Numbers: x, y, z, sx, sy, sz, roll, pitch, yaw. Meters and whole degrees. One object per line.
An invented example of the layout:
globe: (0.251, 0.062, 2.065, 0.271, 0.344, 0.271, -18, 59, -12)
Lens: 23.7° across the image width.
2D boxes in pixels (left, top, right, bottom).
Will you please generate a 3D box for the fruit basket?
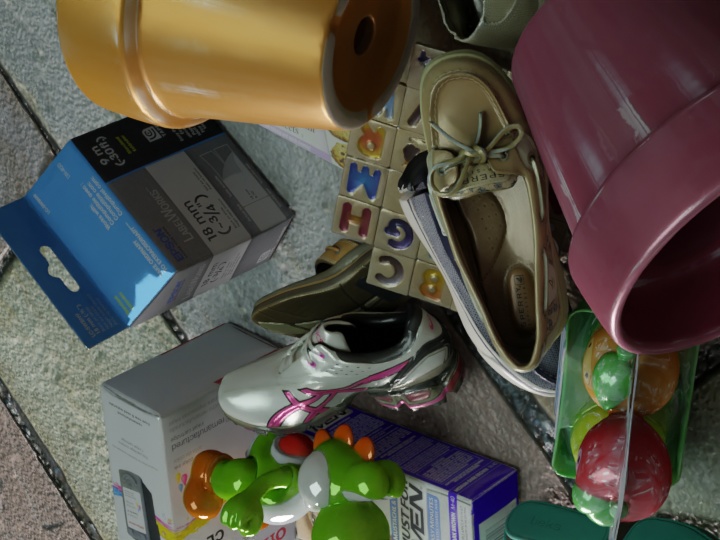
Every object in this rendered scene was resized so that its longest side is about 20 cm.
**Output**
fruit basket: (0.161, 0.102, 1.100, 0.093, 0.200, 0.187, 9, 121, 12)

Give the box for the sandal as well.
sandal: (0.000, 0.000, 1.316, 0.199, 0.080, 0.054, -32, 44, 35)

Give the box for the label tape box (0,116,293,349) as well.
label tape box: (-0.172, -0.044, 1.365, 0.144, 0.199, 0.063, 49, 137, 14)

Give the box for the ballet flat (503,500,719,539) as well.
ballet flat: (0.194, 0.213, 1.241, 0.199, 0.068, 0.071, 7, 140, 44)

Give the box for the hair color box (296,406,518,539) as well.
hair color box: (0.033, 0.189, 1.382, 0.199, 0.065, 0.110, 17, 122, 41)

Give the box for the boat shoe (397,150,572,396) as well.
boat shoe: (0.105, 0.006, 1.160, 0.201, 0.075, 0.093, 53, 162, -15)

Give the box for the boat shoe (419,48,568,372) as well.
boat shoe: (0.085, -0.037, 1.063, 0.073, 0.063, 0.202, -16, 104, 17)

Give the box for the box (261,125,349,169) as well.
box: (0.003, -0.096, 1.280, 0.199, 0.039, 0.042, 30, 129, 32)

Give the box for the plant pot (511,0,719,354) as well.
plant pot: (0.185, -0.081, 1.001, 0.180, 0.198, 0.201, 58, 141, 29)

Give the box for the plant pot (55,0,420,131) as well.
plant pot: (-0.068, -0.177, 1.134, 0.182, 0.200, 0.202, 21, 125, 25)

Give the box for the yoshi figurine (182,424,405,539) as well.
yoshi figurine: (-0.047, 0.191, 1.348, 0.199, 0.112, 0.113, -7, 119, 45)

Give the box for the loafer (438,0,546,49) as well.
loafer: (0.063, -0.233, 1.091, 0.075, 0.068, 0.202, -19, 96, 50)

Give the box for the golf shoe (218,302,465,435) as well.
golf shoe: (-0.025, 0.067, 1.312, 0.198, 0.073, 0.092, -14, 134, 18)

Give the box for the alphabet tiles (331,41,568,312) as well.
alphabet tiles: (0.067, -0.058, 1.204, 0.165, 0.006, 0.201, 18, 125, 8)

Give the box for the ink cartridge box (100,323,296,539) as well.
ink cartridge box: (-0.136, 0.168, 1.482, 0.085, 0.147, 0.202, 19, 125, 39)
